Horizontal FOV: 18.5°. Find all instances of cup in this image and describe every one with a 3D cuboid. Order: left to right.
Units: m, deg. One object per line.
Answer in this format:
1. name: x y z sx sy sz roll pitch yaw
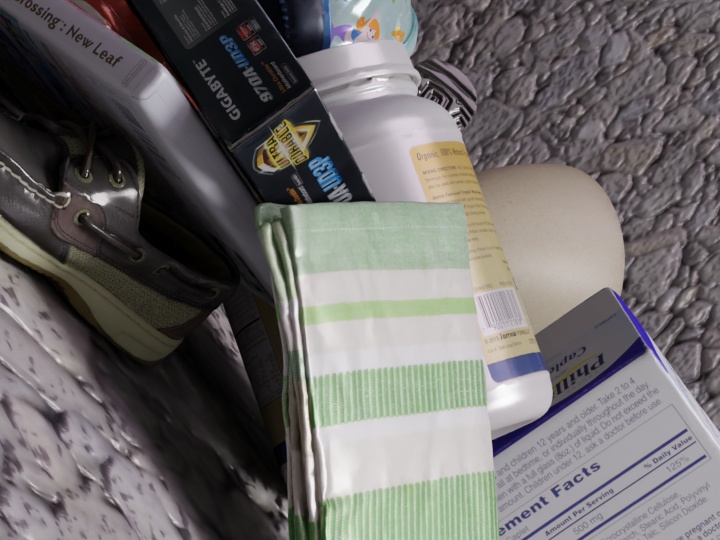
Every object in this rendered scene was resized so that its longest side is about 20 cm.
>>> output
1. cup: 0.113 -0.006 1.952 0.142 0.201 0.201 11 37 -40

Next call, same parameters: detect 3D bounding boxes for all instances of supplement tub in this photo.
1. supplement tub: 0.000 0.000 1.110 0.144 0.143 0.202 19 50 -78

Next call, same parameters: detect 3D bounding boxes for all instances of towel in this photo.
1. towel: 0.012 0.070 0.970 0.152 0.023 0.202 -1 83 -55

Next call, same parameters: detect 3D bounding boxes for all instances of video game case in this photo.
1. video game case: -0.113 -0.070 0.993 0.182 0.022 0.200 35 -12 33

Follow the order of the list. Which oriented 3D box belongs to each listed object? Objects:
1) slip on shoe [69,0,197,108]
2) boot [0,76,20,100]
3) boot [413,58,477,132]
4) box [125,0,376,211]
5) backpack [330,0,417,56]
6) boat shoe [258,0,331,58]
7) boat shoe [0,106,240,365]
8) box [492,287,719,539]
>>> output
1. slip on shoe: -0.099 -0.081 1.205 0.074 0.061 0.201 11 -39 51
2. boot: -0.155 -0.176 1.066 0.200 0.138 0.078 50 6 -46
3. boot: -0.012 -0.024 1.338 0.073 0.182 0.200 45 -33 1
4. box: -0.071 -0.111 0.985 0.201 0.046 0.159 55 -1 21
5. backpack: -0.065 -0.149 1.308 0.178 0.198 0.152 -114 -174 -63
6. boat shoe: -0.076 -0.156 1.166 0.200 0.068 0.085 -132 -137 -52
7. boat shoe: -0.120 -0.033 0.933 0.201 0.066 0.072 48 10 -47
8. box: 0.141 0.147 1.348 0.200 0.183 0.105 52 9 -22
